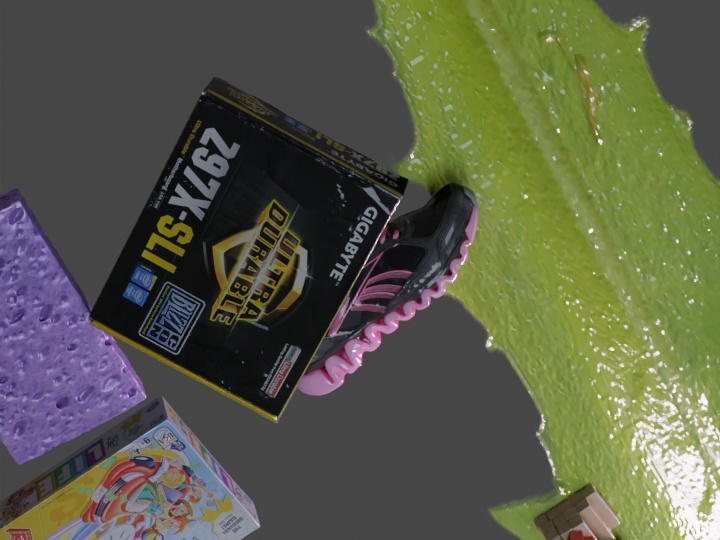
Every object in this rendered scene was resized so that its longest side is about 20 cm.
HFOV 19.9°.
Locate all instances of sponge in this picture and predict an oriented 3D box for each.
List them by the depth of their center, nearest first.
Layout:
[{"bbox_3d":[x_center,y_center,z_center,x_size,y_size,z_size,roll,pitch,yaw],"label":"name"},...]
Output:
[{"bbox_3d":[-0.251,0.043,1.493,0.111,0.030,0.200,-27,122,2],"label":"sponge"}]

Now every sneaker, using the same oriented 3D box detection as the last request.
[{"bbox_3d":[0.000,0.000,1.516,0.200,0.079,0.095,-44,109,11],"label":"sneaker"}]

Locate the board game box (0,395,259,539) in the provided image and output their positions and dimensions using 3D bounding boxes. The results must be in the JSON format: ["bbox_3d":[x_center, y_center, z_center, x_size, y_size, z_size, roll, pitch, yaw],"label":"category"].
[{"bbox_3d":[-0.198,0.202,1.597,0.200,0.034,0.135,-34,123,6],"label":"board game box"}]

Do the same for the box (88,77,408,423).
[{"bbox_3d":[-0.081,-0.014,1.463,0.159,0.049,0.201,29,111,-2],"label":"box"}]

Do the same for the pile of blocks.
[{"bbox_3d":[0.202,0.280,1.734,0.082,0.062,0.201,-14,123,-7],"label":"pile of blocks"}]
